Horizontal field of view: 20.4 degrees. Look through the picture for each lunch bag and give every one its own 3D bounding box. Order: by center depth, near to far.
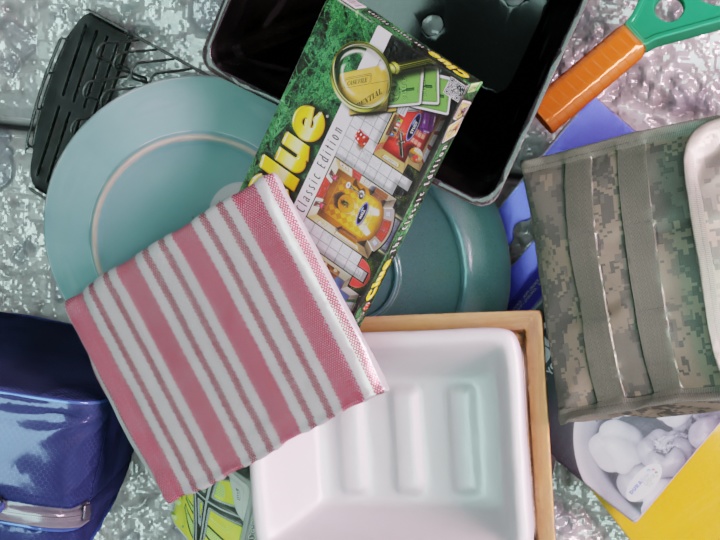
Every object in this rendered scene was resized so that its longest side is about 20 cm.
[{"bbox_3d":[0.207,-0.003,1.151,0.199,0.117,0.165,-12,83,37],"label":"lunch bag"},{"bbox_3d":[-0.227,0.120,1.344,0.135,0.200,0.133,11,104,4],"label":"lunch bag"}]

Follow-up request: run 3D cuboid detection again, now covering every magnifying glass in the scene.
[{"bbox_3d":[0.190,-0.160,1.271,0.200,0.022,0.080,-39,73,-3],"label":"magnifying glass"}]

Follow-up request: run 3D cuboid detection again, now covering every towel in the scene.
[{"bbox_3d":[-0.083,0.044,1.210,0.199,0.030,0.147,-29,88,35],"label":"towel"}]

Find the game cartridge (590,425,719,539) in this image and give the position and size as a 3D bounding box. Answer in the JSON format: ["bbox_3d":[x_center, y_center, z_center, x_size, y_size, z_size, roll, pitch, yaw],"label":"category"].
[{"bbox_3d":[0.235,0.090,1.333,0.200,0.032,0.177,-37,91,17],"label":"game cartridge"}]

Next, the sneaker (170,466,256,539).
[{"bbox_3d":[-0.102,0.145,1.387,0.076,0.075,0.201,-17,94,14],"label":"sneaker"}]

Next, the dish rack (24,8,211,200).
[{"bbox_3d":[-0.153,-0.081,1.341,0.199,0.054,0.154,30,108,28],"label":"dish rack"}]

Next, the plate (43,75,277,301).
[{"bbox_3d":[-0.102,-0.023,1.264,0.198,0.026,0.202,-1,108,-2],"label":"plate"}]

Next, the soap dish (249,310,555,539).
[{"bbox_3d":[0.028,0.106,1.236,0.199,0.081,0.159,-3,92,24],"label":"soap dish"}]

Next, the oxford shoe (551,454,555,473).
[{"bbox_3d":[0.038,0.163,1.324,0.199,0.072,0.085,-9,69,46],"label":"oxford shoe"}]

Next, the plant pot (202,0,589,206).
[{"bbox_3d":[0.047,-0.185,1.244,0.198,0.177,0.201,26,107,6],"label":"plant pot"}]

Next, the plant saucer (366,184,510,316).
[{"bbox_3d":[0.000,0.000,1.299,0.199,0.027,0.202,2,96,24],"label":"plant saucer"}]

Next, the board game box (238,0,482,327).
[{"bbox_3d":[-0.015,-0.051,1.175,0.105,0.023,0.201,35,115,21],"label":"board game box"}]

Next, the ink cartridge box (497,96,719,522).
[{"bbox_3d":[0.163,0.025,1.287,0.200,0.043,0.199,38,103,-1],"label":"ink cartridge box"}]
